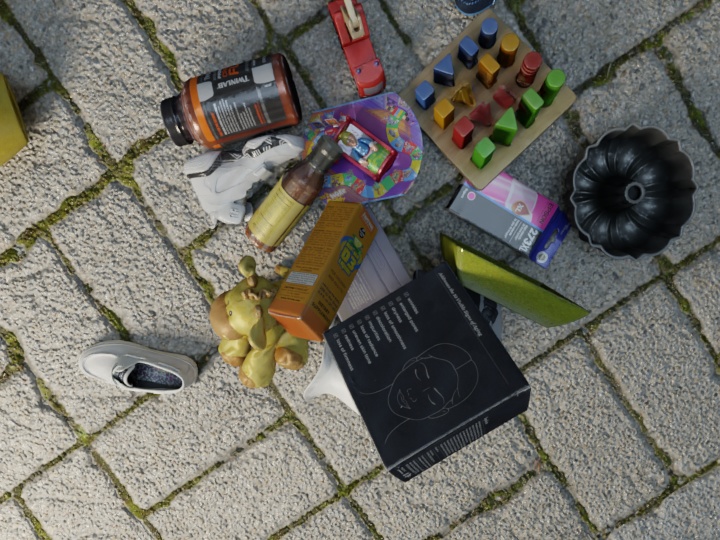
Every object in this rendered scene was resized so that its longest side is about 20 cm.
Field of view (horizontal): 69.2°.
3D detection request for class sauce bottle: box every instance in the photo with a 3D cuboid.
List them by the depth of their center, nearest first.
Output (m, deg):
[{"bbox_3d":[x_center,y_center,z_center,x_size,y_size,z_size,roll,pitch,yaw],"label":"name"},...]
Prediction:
[{"bbox_3d":[-0.101,-0.117,0.802,0.066,0.066,0.200,41,109,-4],"label":"sauce bottle"}]

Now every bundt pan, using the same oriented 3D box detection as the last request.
[{"bbox_3d":[0.406,-0.118,0.810,0.198,0.076,0.206,0,95,-3],"label":"bundt pan"}]

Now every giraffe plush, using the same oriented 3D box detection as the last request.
[{"bbox_3d":[-0.152,0.069,0.777,0.200,0.162,0.173,-44,73,2],"label":"giraffe plush"}]

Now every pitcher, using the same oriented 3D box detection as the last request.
[{"bbox_3d":[0.026,0.155,0.834,0.197,0.121,0.174,15,97,10],"label":"pitcher"}]

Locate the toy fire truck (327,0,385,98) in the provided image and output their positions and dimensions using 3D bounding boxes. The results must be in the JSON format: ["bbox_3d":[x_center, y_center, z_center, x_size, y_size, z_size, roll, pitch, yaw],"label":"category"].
[{"bbox_3d":[-0.013,-0.361,0.753,0.048,0.141,0.203,-20,97,3],"label":"toy fire truck"}]

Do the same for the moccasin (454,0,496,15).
[{"bbox_3d":[0.210,-0.475,0.769,0.080,0.068,0.201,39,92,9],"label":"moccasin"}]

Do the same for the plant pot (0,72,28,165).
[{"bbox_3d":[-0.584,-0.226,0.767,0.140,0.199,0.203,-19,98,-23],"label":"plant pot"}]

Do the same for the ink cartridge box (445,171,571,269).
[{"bbox_3d":[0.245,-0.091,0.841,0.198,0.037,0.096,30,96,-5],"label":"ink cartridge box"}]

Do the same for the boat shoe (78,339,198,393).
[{"bbox_3d":[-0.373,0.167,0.859,0.197,0.069,0.073,15,97,-2],"label":"boat shoe"}]

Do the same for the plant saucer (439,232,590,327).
[{"bbox_3d":[0.206,0.017,0.771,0.197,0.200,0.048,26,100,-3],"label":"plant saucer"}]

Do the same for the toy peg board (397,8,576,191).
[{"bbox_3d":[0.185,-0.264,0.768,0.200,0.098,0.200,-43,84,5],"label":"toy peg board"}]

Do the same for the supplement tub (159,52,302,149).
[{"bbox_3d":[-0.194,-0.248,0.787,0.197,0.107,0.109,-15,97,2],"label":"supplement tub"}]

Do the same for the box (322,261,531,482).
[{"bbox_3d":[0.085,0.133,0.692,0.195,0.124,0.201,-30,59,1],"label":"box"}]

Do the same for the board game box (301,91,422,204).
[{"bbox_3d":[-0.004,-0.185,0.802,0.197,0.039,0.161,-9,92,15],"label":"board game box"}]

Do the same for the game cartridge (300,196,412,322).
[{"bbox_3d":[0.000,0.000,0.819,0.129,0.038,0.202,-32,71,9],"label":"game cartridge"}]

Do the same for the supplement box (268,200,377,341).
[{"bbox_3d":[-0.049,-0.004,0.745,0.068,0.067,0.202,4,57,35],"label":"supplement box"}]

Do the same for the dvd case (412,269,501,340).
[{"bbox_3d":[0.148,0.105,0.810,0.148,0.025,0.203,11,64,-9],"label":"dvd case"}]

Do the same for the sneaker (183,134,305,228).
[{"bbox_3d":[-0.171,-0.139,0.819,0.197,0.075,0.117,-13,98,7],"label":"sneaker"}]
